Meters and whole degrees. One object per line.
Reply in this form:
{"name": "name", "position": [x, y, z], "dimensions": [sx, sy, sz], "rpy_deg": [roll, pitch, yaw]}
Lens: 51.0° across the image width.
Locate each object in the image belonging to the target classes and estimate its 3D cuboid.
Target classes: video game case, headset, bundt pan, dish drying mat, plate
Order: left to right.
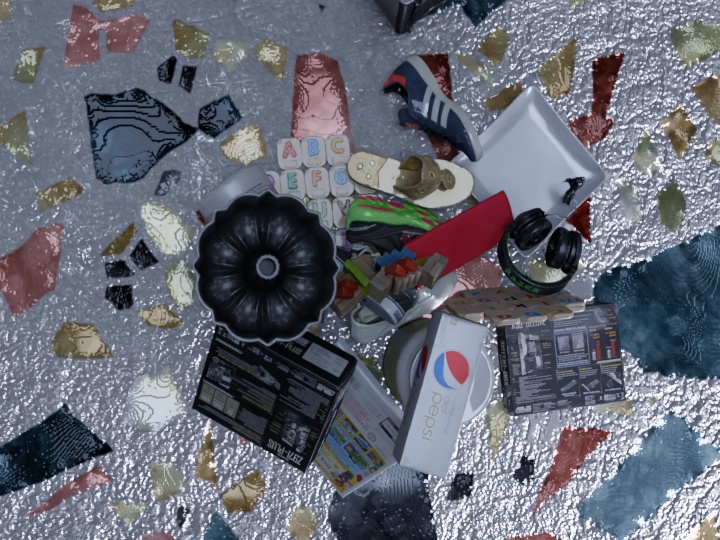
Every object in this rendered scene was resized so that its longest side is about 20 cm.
{"name": "bundt pan", "position": [-0.130, -0.001, 1.025], "dimensions": [0.196, 0.076, 0.208], "rpy_deg": [1, 85, -14]}
{"name": "video game case", "position": [-0.028, 0.226, 1.145], "dimensions": [0.181, 0.023, 0.201], "rpy_deg": [-39, 94, 28]}
{"name": "dish drying mat", "position": [0.154, -0.048, 1.166], "dimensions": [0.197, 0.018, 0.078], "rpy_deg": [-29, 114, -18]}
{"name": "plate", "position": [0.271, -0.160, 1.231], "dimensions": [0.200, 0.032, 0.200], "rpy_deg": [-43, 93, -5]}
{"name": "headset", "position": [0.290, -0.057, 1.154], "dimensions": [0.122, 0.095, 0.201], "rpy_deg": [32, 57, 7]}

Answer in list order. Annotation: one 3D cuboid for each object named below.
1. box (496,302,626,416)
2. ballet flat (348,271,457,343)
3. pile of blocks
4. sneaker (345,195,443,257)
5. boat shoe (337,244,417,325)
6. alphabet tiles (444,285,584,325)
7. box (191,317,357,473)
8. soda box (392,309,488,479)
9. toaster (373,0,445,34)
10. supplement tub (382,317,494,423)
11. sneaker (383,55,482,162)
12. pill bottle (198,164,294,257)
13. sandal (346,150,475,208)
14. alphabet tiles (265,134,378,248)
{"name": "box", "position": [0.324, 0.142, 1.225], "dimensions": [0.194, 0.050, 0.162], "rpy_deg": [-7, 90, -7]}
{"name": "ballet flat", "position": [0.066, 0.044, 1.178], "dimensions": [0.197, 0.069, 0.070], "rpy_deg": [-31, 93, -5]}
{"name": "pile of blocks", "position": [0.032, -0.001, 1.072], "dimensions": [0.195, 0.062, 0.084], "rpy_deg": [-18, 68, -11]}
{"name": "sneaker", "position": [0.064, -0.057, 1.188], "dimensions": [0.195, 0.077, 0.085], "rpy_deg": [15, 120, -17]}
{"name": "boat shoe", "position": [0.000, -0.001, 1.143], "dimensions": [0.198, 0.074, 0.068], "rpy_deg": [35, 73, 29]}
{"name": "alphabet tiles", "position": [0.231, 0.053, 1.141], "dimensions": [0.194, 0.196, 0.015], "rpy_deg": [-5, 101, -8]}
{"name": "box", "position": [-0.125, 0.165, 1.094], "dimensions": [0.196, 0.086, 0.167], "rpy_deg": [26, 118, 8]}
{"name": "soda box", "position": [0.103, 0.159, 0.988], "dimensions": [0.066, 0.064, 0.205], "rpy_deg": [16, 87, -6]}
{"name": "toaster", "position": [0.099, -0.469, 1.144], "dimensions": [0.180, 0.200, 0.120], "rpy_deg": [-39, 91, 2]}
{"name": "supplement tub", "position": [0.113, 0.149, 1.122], "dimensions": [0.141, 0.200, 0.149], "rpy_deg": [0, 90, -7]}
{"name": "sneaker", "position": [0.109, -0.236, 1.185], "dimensions": [0.084, 0.075, 0.202], "rpy_deg": [-35, 75, -4]}
{"name": "pill bottle", "position": [-0.143, -0.043, 1.124], "dimensions": [0.113, 0.114, 0.203], "rpy_deg": [-33, 94, -6]}
{"name": "sandal", "position": [0.081, -0.143, 1.165], "dimensions": [0.206, 0.070, 0.080], "rpy_deg": [10, 92, -3]}
{"name": "alphabet tiles", "position": [-0.066, -0.113, 1.197], "dimensions": [0.194, 0.015, 0.201], "rpy_deg": [-5, 90, -7]}
